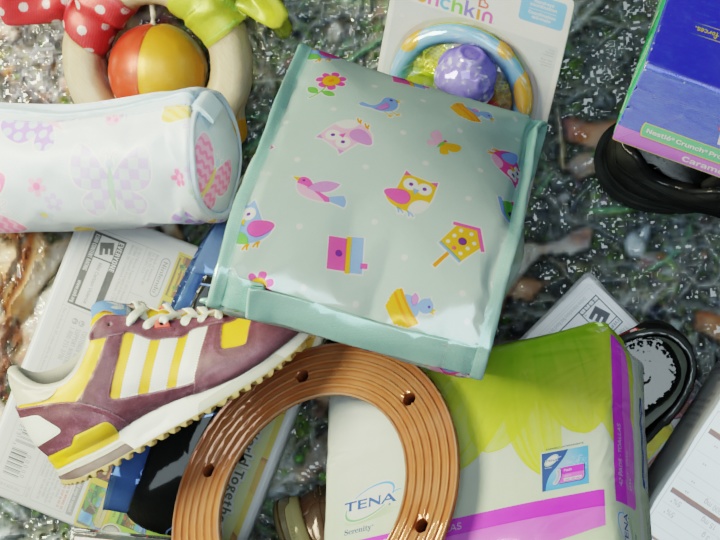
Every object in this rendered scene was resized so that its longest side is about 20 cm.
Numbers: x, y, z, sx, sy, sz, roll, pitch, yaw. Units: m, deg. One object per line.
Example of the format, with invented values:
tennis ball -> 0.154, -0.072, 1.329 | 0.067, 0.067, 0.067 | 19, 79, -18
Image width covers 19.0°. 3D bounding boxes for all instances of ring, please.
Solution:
ring -> -0.026, 0.136, 1.272 | 0.200, 0.019, 0.201 | -16, 57, 26

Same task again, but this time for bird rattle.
bird rattle -> -0.141, -0.153, 1.395 | 0.199, 0.113, 0.164 | -1, 102, 7

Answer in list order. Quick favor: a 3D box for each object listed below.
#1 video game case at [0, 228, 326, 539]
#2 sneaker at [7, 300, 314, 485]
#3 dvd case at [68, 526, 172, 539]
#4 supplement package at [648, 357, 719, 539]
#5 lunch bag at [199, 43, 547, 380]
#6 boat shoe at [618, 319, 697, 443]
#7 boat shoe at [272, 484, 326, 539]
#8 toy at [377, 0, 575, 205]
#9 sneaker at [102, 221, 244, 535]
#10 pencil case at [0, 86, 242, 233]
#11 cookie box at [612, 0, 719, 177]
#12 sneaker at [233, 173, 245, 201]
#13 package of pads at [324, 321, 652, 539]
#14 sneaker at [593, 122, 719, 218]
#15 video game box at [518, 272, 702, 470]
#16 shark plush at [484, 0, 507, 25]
video game case -> -0.133, 0.081, 1.412 | 0.181, 0.023, 0.201 | 21, 87, 5
sneaker -> -0.117, 0.046, 1.299 | 0.200, 0.075, 0.090 | -32, 96, -3
dvd case -> -0.093, 0.241, 1.335 | 0.199, 0.022, 0.147 | 4, 79, 8
supplement package -> 0.234, 0.140, 1.294 | 0.117, 0.117, 0.200 | 33, 89, 3
lunch bag -> 0.009, -0.019, 1.247 | 0.170, 0.200, 0.122 | 16, 130, 1
boat shoe -> 0.125, 0.106, 1.330 | 0.201, 0.063, 0.074 | -41, 85, 1
boat shoe -> 0.011, 0.227, 1.367 | 0.067, 0.072, 0.201 | -24, 82, 4
toy -> 0.056, -0.090, 1.342 | 0.115, 0.047, 0.201 | 18, 128, 11
sneaker -> -0.098, 0.072, 1.371 | 0.078, 0.070, 0.201 | 20, 88, -7
pencil case -> -0.176, -0.072, 1.371 | 0.199, 0.083, 0.091 | 0, 107, 20
cookie box -> 0.266, -0.142, 1.328 | 0.171, 0.075, 0.200 | 21, 52, 5
sneaker -> 0.000, 0.000, 1.370 | 0.200, 0.081, 0.075 | 44, 64, 8
package of pads -> 0.072, 0.122, 1.271 | 0.199, 0.068, 0.155 | -16, 55, 26
sneaker -> 0.249, -0.057, 1.364 | 0.199, 0.091, 0.076 | 7, 85, 3
video game box -> 0.141, 0.134, 1.379 | 0.200, 0.047, 0.182 | -44, 83, 0
shark plush -> 0.093, -0.175, 1.349 | 0.090, 0.083, 0.201 | 5, 124, -3
